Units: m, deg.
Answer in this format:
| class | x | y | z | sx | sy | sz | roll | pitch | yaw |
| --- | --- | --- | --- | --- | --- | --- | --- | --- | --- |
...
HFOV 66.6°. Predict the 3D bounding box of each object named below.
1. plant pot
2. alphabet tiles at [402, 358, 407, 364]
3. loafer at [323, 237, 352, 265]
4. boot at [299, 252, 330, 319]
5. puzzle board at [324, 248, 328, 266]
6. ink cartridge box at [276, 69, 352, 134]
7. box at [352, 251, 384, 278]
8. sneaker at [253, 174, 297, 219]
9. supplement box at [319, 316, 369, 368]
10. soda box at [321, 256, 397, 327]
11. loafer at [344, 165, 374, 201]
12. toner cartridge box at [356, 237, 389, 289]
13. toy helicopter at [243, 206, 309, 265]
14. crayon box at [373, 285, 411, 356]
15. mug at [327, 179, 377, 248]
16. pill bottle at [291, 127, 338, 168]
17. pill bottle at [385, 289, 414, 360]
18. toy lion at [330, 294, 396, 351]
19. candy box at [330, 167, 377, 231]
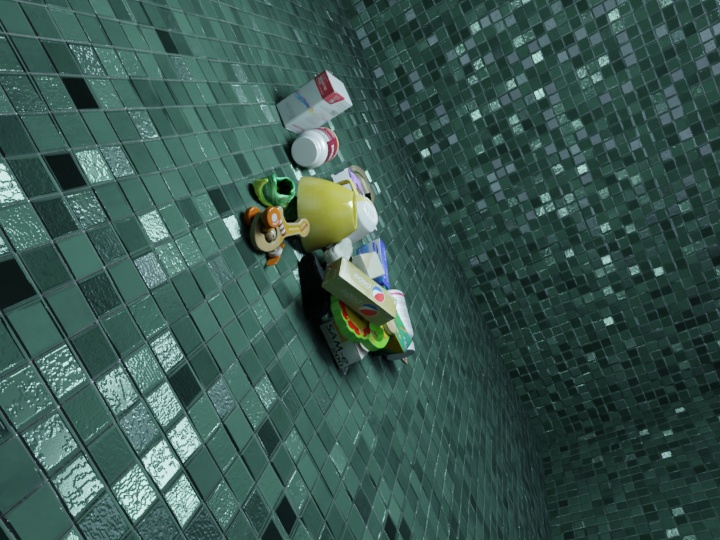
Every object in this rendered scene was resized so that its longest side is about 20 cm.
| class | x | y | z | sx | sy | sz | roll | pitch | yaw |
| --- | --- | --- | --- | --- | --- | --- | --- | --- | --- |
| plant pot | -0.083 | -0.156 | 1.483 | 0.200 | 0.139 | 0.205 | -3 | 90 | -83 |
| alphabet tiles | 0.114 | 0.201 | 1.909 | 0.168 | 0.007 | 0.203 | 49 | 26 | -40 |
| loafer | -0.054 | -0.041 | 1.504 | 0.071 | 0.069 | 0.200 | 59 | 17 | -7 |
| boot | -0.086 | 0.059 | 1.447 | 0.162 | 0.072 | 0.201 | 40 | 29 | -50 |
| puzzle board | -0.047 | 0.025 | 1.665 | 0.200 | 0.017 | 0.153 | 45 | 29 | -46 |
| ink cartridge box | -0.146 | -0.525 | 1.736 | 0.084 | 0.197 | 0.145 | 66 | 19 | 8 |
| box | 0.000 | 0.000 | 1.635 | 0.079 | 0.093 | 0.200 | 67 | 14 | 2 |
| sneaker | -0.194 | -0.189 | 1.415 | 0.199 | 0.082 | 0.075 | 24 | 45 | -63 |
| supplement box | -0.022 | 0.168 | 1.486 | 0.128 | 0.073 | 0.200 | 64 | 20 | 0 |
| soda box | 0.000 | 0.055 | 1.351 | 0.199 | 0.067 | 0.065 | 38 | 41 | -27 |
| loafer | 0.003 | -0.316 | 2.078 | 0.200 | 0.075 | 0.068 | 48 | 20 | -42 |
| toner cartridge box | 0.039 | -0.007 | 1.810 | 0.043 | 0.094 | 0.203 | 48 | 26 | -40 |
| toy helicopter | -0.188 | -0.087 | 1.314 | 0.199 | 0.078 | 0.135 | -13 | 105 | -56 |
| crayon box | 0.056 | 0.152 | 1.622 | 0.058 | 0.117 | 0.203 | -45 | 114 | -45 |
| mug | -0.040 | -0.164 | 1.622 | 0.189 | 0.151 | 0.150 | 63 | 25 | -12 |
| pill bottle | -0.144 | -0.383 | 1.714 | 0.115 | 0.111 | 0.200 | 62 | 21 | -11 |
| pill bottle | 0.106 | 0.175 | 1.758 | 0.113 | 0.112 | 0.204 | 33 | 39 | -57 |
| toy lion | 0.000 | 0.123 | 1.412 | 0.202 | 0.068 | 0.192 | 58 | 27 | -10 |
| candy box | -0.021 | -0.230 | 1.898 | 0.168 | 0.070 | 0.204 | 21 | 49 | -76 |
